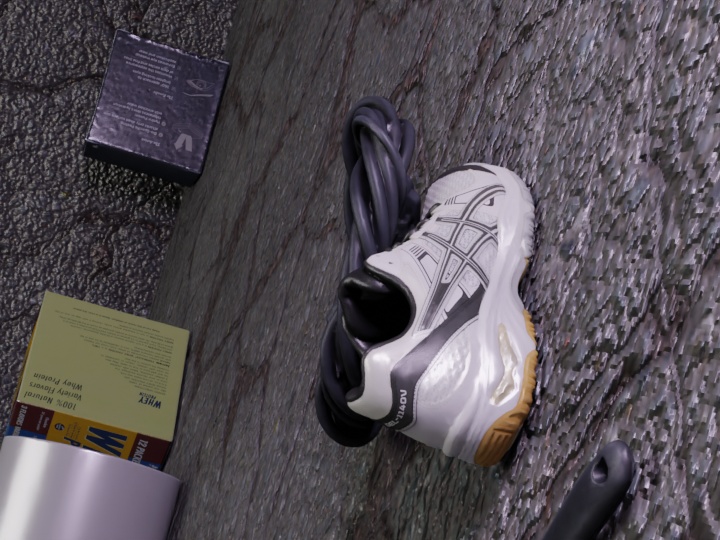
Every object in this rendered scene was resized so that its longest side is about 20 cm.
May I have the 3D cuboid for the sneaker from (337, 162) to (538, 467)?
[{"bbox_3d":[0.034,0.003,0.750,0.201,0.087,0.076,-88,17,-55],"label":"sneaker"}]

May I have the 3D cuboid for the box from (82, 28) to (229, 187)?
[{"bbox_3d":[-0.342,-0.268,2.589,0.117,0.195,0.201,147,138,-73],"label":"box"}]

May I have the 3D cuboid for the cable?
[{"bbox_3d":[0.000,0.000,0.869,0.201,0.050,0.164,92,-170,-49],"label":"cable"}]

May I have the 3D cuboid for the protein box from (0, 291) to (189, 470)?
[{"bbox_3d":[-0.338,0.164,1.980,0.201,0.197,0.135,-88,19,-50],"label":"protein box"}]

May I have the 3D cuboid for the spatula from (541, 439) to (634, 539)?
[{"bbox_3d":[0.060,0.125,0.615,0.200,0.020,0.057,121,149,-43],"label":"spatula"}]

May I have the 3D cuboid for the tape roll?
[{"bbox_3d":[-0.308,0.271,1.691,0.203,0.201,0.140,146,139,-72],"label":"tape roll"}]
